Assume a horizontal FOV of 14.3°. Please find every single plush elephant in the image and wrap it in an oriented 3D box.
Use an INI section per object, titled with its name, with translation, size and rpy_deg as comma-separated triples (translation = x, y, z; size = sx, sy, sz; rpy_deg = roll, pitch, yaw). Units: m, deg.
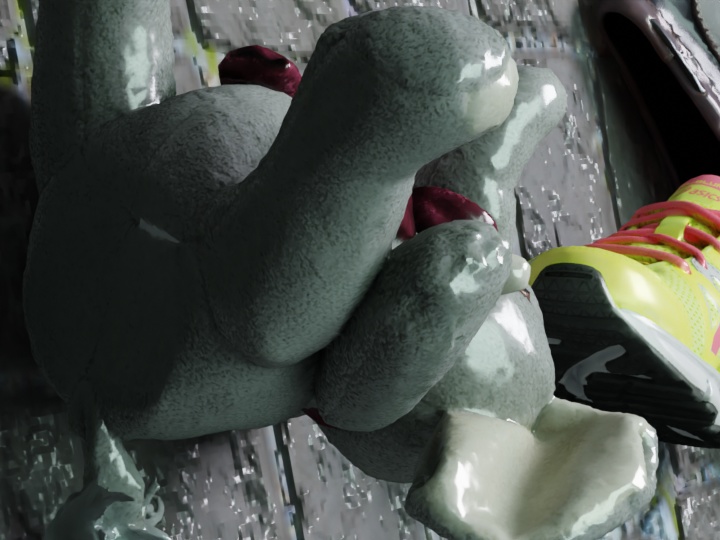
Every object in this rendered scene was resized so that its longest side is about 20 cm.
[plush elephant]
translation = 0.000, 0.000, 0.750
size = 0.154, 0.164, 0.201
rpy_deg = 0, 109, -45

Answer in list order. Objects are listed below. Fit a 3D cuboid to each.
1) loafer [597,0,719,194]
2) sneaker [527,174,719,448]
[loafer]
translation = 0.140, -0.023, 1.076
size = 0.063, 0.072, 0.201
rpy_deg = -25, 97, -38
[sneaker]
translation = 0.102, 0.008, 0.969
size = 0.200, 0.078, 0.091
rpy_deg = 25, 76, -65
